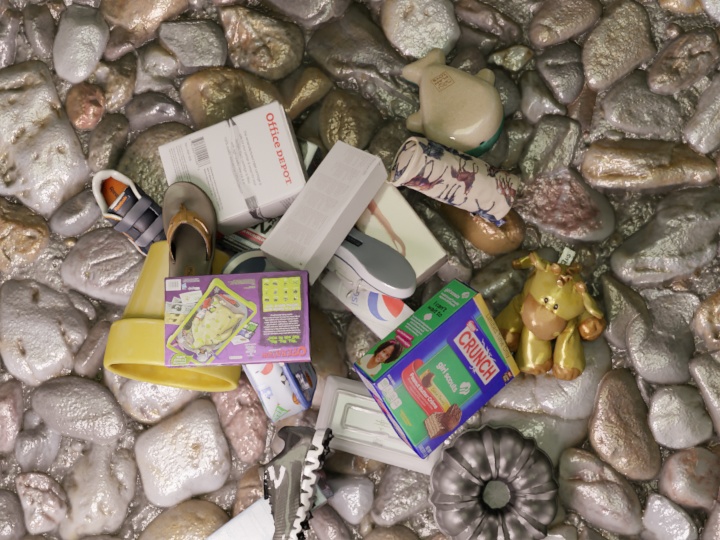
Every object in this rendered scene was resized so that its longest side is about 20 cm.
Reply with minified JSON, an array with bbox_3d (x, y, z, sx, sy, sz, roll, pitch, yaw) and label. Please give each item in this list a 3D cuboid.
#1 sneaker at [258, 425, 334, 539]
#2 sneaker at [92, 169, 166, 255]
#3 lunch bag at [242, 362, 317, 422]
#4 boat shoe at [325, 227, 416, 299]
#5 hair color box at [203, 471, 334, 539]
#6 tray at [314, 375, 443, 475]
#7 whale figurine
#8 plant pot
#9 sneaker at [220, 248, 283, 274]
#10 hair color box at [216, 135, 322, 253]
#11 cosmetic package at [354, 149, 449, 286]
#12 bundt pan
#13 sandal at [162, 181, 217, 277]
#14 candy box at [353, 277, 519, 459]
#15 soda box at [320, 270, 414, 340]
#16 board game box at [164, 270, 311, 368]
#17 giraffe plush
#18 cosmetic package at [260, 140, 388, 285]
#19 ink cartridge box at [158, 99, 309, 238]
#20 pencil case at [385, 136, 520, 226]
[{"bbox_3d":[-0.104,0.307,1.356,0.089,0.067,0.203,14,79,10],"label":"sneaker"},{"bbox_3d":[-0.345,-0.080,1.534,0.199,0.079,0.079,39,86,7],"label":"sneaker"},{"bbox_3d":[-0.124,0.122,1.420,0.075,0.200,0.162,-24,97,2],"label":"lunch bag"},{"bbox_3d":[-0.004,0.002,1.423,0.200,0.087,0.074,31,45,27],"label":"boat shoe"},{"bbox_3d":[-0.138,0.367,1.438,0.199,0.099,0.061,-35,80,-1],"label":"hair color box"},{"bbox_3d":[0.032,0.234,1.490,0.196,0.022,0.109,14,85,6],"label":"tray"},{"bbox_3d":[0.142,-0.254,1.522,0.158,0.104,0.201,-33,57,-1],"label":"whale figurine"},{"bbox_3d":[-0.264,0.066,1.455,0.197,0.201,0.192,6,73,5],"label":"plant pot"},{"bbox_3d":[-0.113,0.005,1.460,0.082,0.198,0.071,50,133,19],"label":"sneaker"},{"bbox_3d":[-0.146,-0.117,1.531,0.098,0.061,0.203,24,84,8],"label":"hair color box"},{"bbox_3d":[0.041,-0.071,1.491,0.087,0.103,0.201,-38,80,0],"label":"cosmetic package"},{"bbox_3d":[0.198,0.327,1.432,0.198,0.076,0.206,0,84,2],"label":"bundt pan"},{"bbox_3d":[-0.245,-0.039,1.376,0.080,0.055,0.203,-2,65,2],"label":"sandal"},{"bbox_3d":[0.113,0.141,1.411,0.199,0.077,0.170,-40,123,-11],"label":"candy box"},{"bbox_3d":[0.033,0.063,1.490,0.199,0.068,0.064,42,87,9],"label":"soda box"},{"bbox_3d":[-0.165,0.066,1.318,0.196,0.032,0.122,-2,76,3],"label":"board game box"},{"bbox_3d":[0.283,0.051,1.423,0.169,0.162,0.204,11,84,6],"label":"giraffe plush"},{"bbox_3d":[-0.049,-0.083,1.396,0.082,0.051,0.201,25,71,31],"label":"cosmetic package"},{"bbox_3d":[-0.182,-0.144,1.466,0.197,0.084,0.147,-20,78,6],"label":"ink cartridge box"},{"bbox_3d":[0.136,-0.132,1.457,0.197,0.078,0.090,19,123,-22],"label":"pencil case"}]
